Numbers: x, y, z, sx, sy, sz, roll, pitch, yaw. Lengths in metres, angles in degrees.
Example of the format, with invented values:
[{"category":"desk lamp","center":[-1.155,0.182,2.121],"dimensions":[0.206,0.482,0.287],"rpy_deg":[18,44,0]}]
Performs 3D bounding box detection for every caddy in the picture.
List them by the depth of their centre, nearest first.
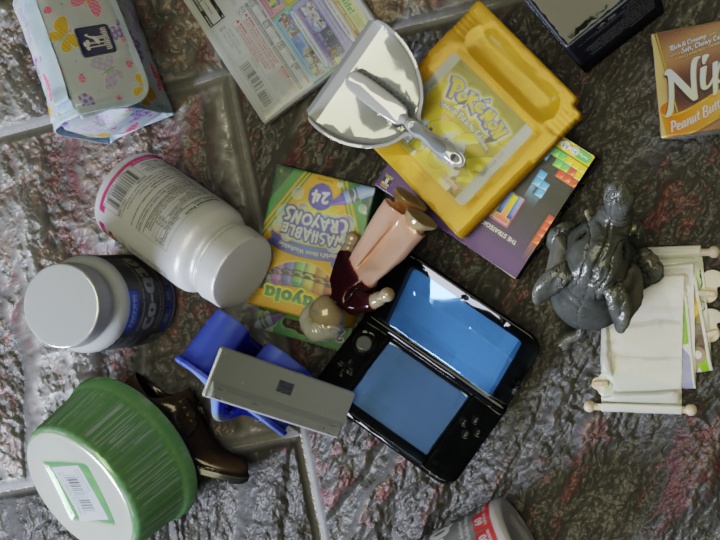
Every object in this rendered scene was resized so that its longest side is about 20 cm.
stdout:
[{"category":"caddy","center":[-0.136,0.128,1.651],"dimensions":[0.141,0.200,0.105],"rpy_deg":[32,82,12]}]

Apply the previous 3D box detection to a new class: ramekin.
[{"category":"ramekin","center":[-0.298,0.235,1.691],"dimensions":[0.199,0.098,0.201],"rpy_deg":[23,132,28]}]

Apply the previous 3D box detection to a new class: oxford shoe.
[{"category":"oxford shoe","center":[-0.212,0.189,1.731],"dimensions":[0.199,0.073,0.085],"rpy_deg":[30,97,13]}]

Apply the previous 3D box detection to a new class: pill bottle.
[{"category":"pill bottle","center":[0.099,0.349,1.623],"dimensions":[0.199,0.114,0.114],"rpy_deg":[-30,83,14]},{"category":"pill bottle","center":[-0.206,-0.045,1.681],"dimensions":[0.200,0.113,0.114],"rpy_deg":[34,100,28]},{"category":"pill bottle","center":[-0.304,0.038,1.688],"dimensions":[0.113,0.200,0.114],"rpy_deg":[0,91,16]}]

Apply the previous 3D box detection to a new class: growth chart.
[{"category":"growth chart","center":[0.330,0.067,1.603],"dimensions":[0.144,0.018,0.201],"rpy_deg":[6,93,15]}]

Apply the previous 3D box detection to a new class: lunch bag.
[{"category":"lunch bag","center":[-0.317,-0.247,1.687],"dimensions":[0.127,0.200,0.170],"rpy_deg":[-22,84,15]}]

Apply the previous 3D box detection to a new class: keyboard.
[{"category":"keyboard","center":[-0.086,0.135,1.573],"dimensions":[0.011,0.200,0.057],"rpy_deg":[10,80,49]}]

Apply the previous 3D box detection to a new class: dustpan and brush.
[{"category":"dustpan and brush","center":[0.042,-0.172,1.573],"dimensions":[0.200,0.057,0.140],"rpy_deg":[38,100,15]}]

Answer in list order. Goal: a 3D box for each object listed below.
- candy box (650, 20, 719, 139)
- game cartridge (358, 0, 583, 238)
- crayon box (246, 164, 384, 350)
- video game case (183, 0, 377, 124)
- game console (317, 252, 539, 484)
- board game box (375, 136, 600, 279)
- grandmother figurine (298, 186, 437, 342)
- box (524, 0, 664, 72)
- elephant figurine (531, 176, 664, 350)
[{"category":"candy box","center":[0.415,-0.210,1.528],"dimensions":[0.199,0.055,0.116],"rpy_deg":[-6,89,34]},{"category":"game cartridge","center":[0.122,-0.167,1.593],"dimensions":[0.176,0.032,0.200],"rpy_deg":[47,104,13]},{"category":"crayon box","center":[-0.056,-0.013,1.694],"dimensions":[0.125,0.052,0.201],"rpy_deg":[14,95,15]},{"category":"video game case","center":[-0.095,-0.307,1.716],"dimensions":[0.182,0.022,0.200],"rpy_deg":[-35,81,14]},{"category":"game console","center":[0.071,0.109,1.620],"dimensions":[0.200,0.116,0.176],"rpy_deg":[34,74,13]},{"category":"board game box","center":[0.143,-0.112,1.634],"dimensions":[0.200,0.057,0.166],"rpy_deg":[34,98,13]},{"category":"grandmother figurine","center":[0.000,0.000,1.608],"dimensions":[0.060,0.121,0.200],"rpy_deg":[28,112,-27]},{"category":"box","center":[0.216,-0.331,1.534],"dimensions":[0.117,0.200,0.197],"rpy_deg":[-39,80,12]},{"category":"elephant figurine","center":[0.243,-0.003,1.514],"dimensions":[0.141,0.200,0.156],"rpy_deg":[-20,88,12]}]
